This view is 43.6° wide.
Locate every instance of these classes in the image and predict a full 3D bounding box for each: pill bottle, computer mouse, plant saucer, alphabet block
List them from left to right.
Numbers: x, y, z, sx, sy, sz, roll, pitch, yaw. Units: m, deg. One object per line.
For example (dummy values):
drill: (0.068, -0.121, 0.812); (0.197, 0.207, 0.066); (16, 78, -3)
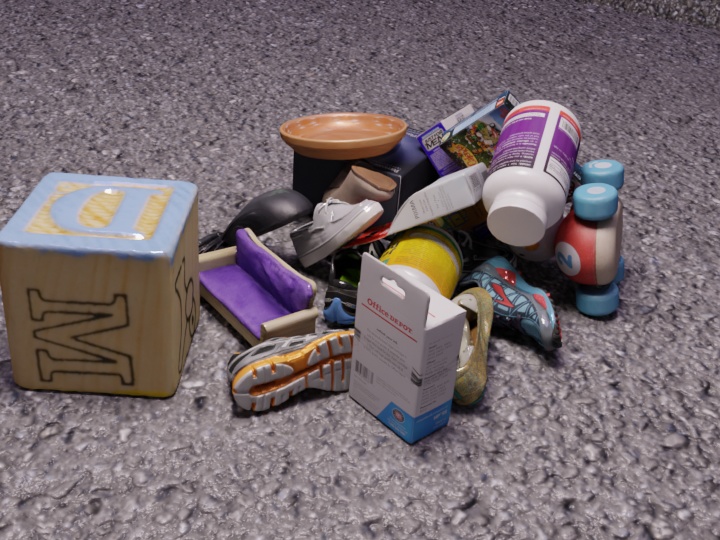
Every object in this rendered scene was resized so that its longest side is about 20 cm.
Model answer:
alphabet block: (-0.305, 0.014, 1.091); (0.196, 0.200, 0.195); (5, 29, 0)
computer mouse: (-0.156, -0.076, 1.311); (0.200, 0.053, 0.138); (-19, 9, 38)
plant saucer: (-0.027, -0.210, 1.415); (0.200, 0.038, 0.200); (-2, 21, 1)
pill bottle: (0.065, 0.026, 1.209); (0.113, 0.113, 0.200); (13, 32, 13)
pill bottle: (0.232, -0.132, 1.231); (0.112, 0.113, 0.200); (13, 53, 13)

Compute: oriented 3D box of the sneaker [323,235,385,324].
sneaker: (0.000, 0.000, 1.273); (0.071, 0.083, 0.200); (12, 30, 12)

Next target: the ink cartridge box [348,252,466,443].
ink cartridge box: (0.053, 0.079, 1.028); (0.067, 0.200, 0.116); (-19, 38, -36)

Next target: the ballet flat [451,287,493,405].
ballet flat: (0.129, 0.078, 1.135); (0.071, 0.071, 0.200); (7, 43, 4)

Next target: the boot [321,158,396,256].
boot: (-0.013, -0.087, 1.354); (0.070, 0.146, 0.200); (20, 15, -17)

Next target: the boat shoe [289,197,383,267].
boat shoe: (-0.040, -0.067, 1.284); (0.072, 0.069, 0.200); (-35, 3, -30)

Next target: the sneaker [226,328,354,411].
sneaker: (-0.070, 0.106, 1.093); (0.200, 0.078, 0.077); (-10, 24, -26)

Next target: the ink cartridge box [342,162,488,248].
ink cartridge box: (0.078, -0.094, 1.276); (0.200, 0.047, 0.160); (-18, 7, 20)

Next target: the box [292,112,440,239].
box: (0.019, -0.165, 1.522); (0.200, 0.123, 0.198); (18, 34, 22)

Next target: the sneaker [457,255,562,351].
sneaker: (0.199, 0.059, 1.232); (0.095, 0.079, 0.200); (-23, 32, -11)

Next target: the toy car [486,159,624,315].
toy car: (0.281, -0.051, 1.325); (0.200, 0.185, 0.177); (2, 28, 21)

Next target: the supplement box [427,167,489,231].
supplement box: (0.172, -0.105, 1.388); (0.200, 0.067, 0.069); (-26, 11, 41)

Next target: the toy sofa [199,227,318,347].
toy sofa: (-0.143, 0.028, 1.191); (0.083, 0.098, 0.200); (-17, 37, -33)

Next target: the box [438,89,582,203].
box: (0.237, -0.167, 1.385); (0.200, 0.137, 0.038); (41, 46, -20)

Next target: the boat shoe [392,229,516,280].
boat shoe: (0.142, -0.028, 1.357); (0.200, 0.068, 0.072); (1, 31, -7)

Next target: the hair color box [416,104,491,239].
hair color box: (0.188, -0.164, 1.484); (0.065, 0.200, 0.109); (-27, 6, 40)
